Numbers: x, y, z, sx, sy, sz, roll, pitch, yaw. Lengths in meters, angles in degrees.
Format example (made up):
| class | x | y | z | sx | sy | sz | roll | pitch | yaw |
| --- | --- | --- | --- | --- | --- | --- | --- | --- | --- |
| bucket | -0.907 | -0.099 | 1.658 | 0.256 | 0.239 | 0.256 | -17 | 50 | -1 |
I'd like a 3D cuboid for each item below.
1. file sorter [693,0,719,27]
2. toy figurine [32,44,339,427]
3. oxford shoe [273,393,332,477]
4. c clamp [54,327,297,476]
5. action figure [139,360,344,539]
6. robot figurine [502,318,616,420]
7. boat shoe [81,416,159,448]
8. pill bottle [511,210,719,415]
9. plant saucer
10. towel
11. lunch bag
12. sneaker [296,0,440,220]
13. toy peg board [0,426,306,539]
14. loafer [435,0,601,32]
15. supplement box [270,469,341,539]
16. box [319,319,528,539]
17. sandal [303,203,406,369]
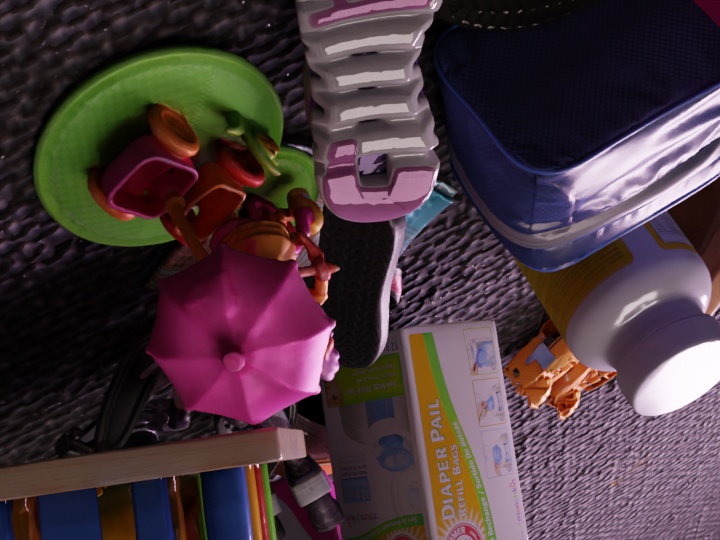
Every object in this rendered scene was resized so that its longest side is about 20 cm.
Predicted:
| class | x | y | z | sx | sy | sz | roll | pitch | yaw |
| --- | --- | --- | --- | --- | --- | --- | --- | --- | --- |
| file sorter | 0.186 | -0.227 | 0.656 | 0.125 | 0.201 | 0.139 | -33 | 150 | -2 |
| toy figurine | -0.067 | 0.004 | 0.751 | 0.150 | 0.185 | 0.199 | -41 | 143 | 20 |
| oxford shoe | 0.013 | 0.121 | 1.137 | 0.198 | 0.072 | 0.073 | -9 | 140 | -33 |
| c clamp | -0.131 | 0.126 | 0.971 | 0.199 | 0.027 | 0.173 | 21 | 86 | -43 |
| action figure | -0.080 | 0.096 | 0.933 | 0.129 | 0.069 | 0.202 | -22 | 117 | -7 |
| robot figurine | 0.231 | 0.052 | 1.247 | 0.200 | 0.059 | 0.144 | -41 | 150 | 16 |
| boat shoe | -0.213 | 0.193 | 1.031 | 0.199 | 0.068 | 0.073 | -43 | 148 | 18 |
| pill bottle | 0.179 | -0.001 | 0.972 | 0.111 | 0.201 | 0.113 | -18 | 145 | -13 |
| plant saucer | 0.250 | -0.018 | 1.072 | 0.032 | 0.201 | 0.201 | 31 | 123 | -8 |
| towel | -0.037 | -0.023 | 0.924 | 0.199 | 0.022 | 0.147 | 10 | 129 | -49 |
| lunch bag | 0.151 | -0.105 | 0.865 | 0.198 | 0.137 | 0.133 | -28 | 151 | -9 |
| sneaker | 0.000 | -0.132 | 0.737 | 0.079 | 0.089 | 0.203 | -5 | 122 | -10 |
| toy peg board | -0.130 | 0.154 | 0.793 | 0.197 | 0.099 | 0.199 | -9 | 173 | 0 |
| loafer | 0.129 | -0.194 | 0.790 | 0.197 | 0.072 | 0.073 | -15 | 169 | -2 |
| supplement box | -0.106 | 0.243 | 1.113 | 0.197 | 0.103 | 0.104 | -15 | 159 | 3 |
| box | 0.048 | 0.147 | 1.048 | 0.100 | 0.203 | 0.112 | -3 | 172 | -40 |
| sandal | 0.000 | 0.000 | 0.906 | 0.045 | 0.075 | 0.201 | -49 | 167 | -34 |
